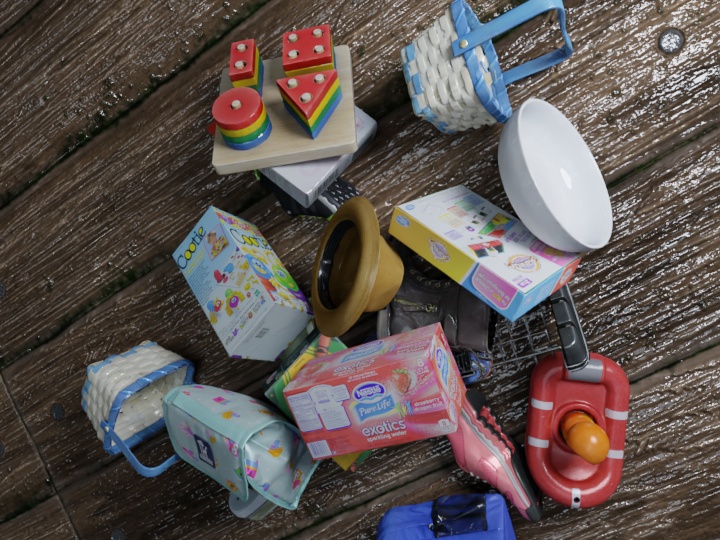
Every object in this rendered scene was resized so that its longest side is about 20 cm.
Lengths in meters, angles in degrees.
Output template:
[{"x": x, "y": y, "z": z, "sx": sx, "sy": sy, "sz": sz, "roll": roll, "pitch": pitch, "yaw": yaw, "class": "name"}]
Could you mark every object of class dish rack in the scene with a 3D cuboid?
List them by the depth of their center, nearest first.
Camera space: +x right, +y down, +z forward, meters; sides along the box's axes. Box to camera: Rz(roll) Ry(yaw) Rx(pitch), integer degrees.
[{"x": 0.188, "y": 0.073, "z": 0.745, "sx": 0.197, "sy": 0.055, "sz": 0.155, "roll": -18, "pitch": 45, "yaw": 20, "class": "dish rack"}]

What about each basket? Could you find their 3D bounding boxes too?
[{"x": 0.161, "y": -0.263, "z": 0.697, "sx": 0.197, "sy": 0.176, "sz": 0.142, "roll": -13, "pitch": 84, "yaw": 24, "class": "basket"}, {"x": -0.322, "y": 0.214, "z": 0.871, "sx": 0.198, "sy": 0.175, "sz": 0.141, "roll": 30, "pitch": 116, "yaw": 24, "class": "basket"}]

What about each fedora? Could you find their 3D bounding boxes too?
[{"x": 0.000, "y": 0.000, "z": 0.739, "sx": 0.081, "sy": 0.200, "sz": 0.204, "roll": 12, "pitch": 99, "yaw": -24, "class": "fedora"}]

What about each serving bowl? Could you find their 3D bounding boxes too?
[{"x": 0.236, "y": -0.112, "z": 0.702, "sx": 0.065, "sy": 0.199, "sz": 0.203, "roll": -27, "pitch": 87, "yaw": 44, "class": "serving bowl"}]

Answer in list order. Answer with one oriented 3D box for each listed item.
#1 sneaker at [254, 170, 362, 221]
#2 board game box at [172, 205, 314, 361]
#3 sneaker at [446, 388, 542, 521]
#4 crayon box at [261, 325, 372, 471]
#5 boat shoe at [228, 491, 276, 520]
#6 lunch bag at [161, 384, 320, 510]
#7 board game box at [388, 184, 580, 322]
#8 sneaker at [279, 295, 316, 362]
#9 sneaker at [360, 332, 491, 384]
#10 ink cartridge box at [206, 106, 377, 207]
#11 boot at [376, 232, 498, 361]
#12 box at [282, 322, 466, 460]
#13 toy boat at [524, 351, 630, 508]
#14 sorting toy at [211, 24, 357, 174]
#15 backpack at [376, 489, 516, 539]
[{"x": -0.075, "y": -0.111, "z": 0.843, "sx": 0.199, "sy": 0.072, "sz": 0.083, "roll": 37, "pitch": 126, "yaw": 10, "class": "sneaker"}, {"x": -0.172, "y": 0.020, "z": 0.813, "sx": 0.105, "sy": 0.103, "sz": 0.201, "roll": -46, "pitch": 60, "yaw": 13, "class": "board game box"}, {"x": 0.186, "y": 0.273, "z": 0.802, "sx": 0.086, "sy": 0.073, "sz": 0.202, "roll": -38, "pitch": 81, "yaw": 28, "class": "sneaker"}, {"x": -0.029, "y": 0.191, "z": 0.800, "sx": 0.127, "sy": 0.051, "sz": 0.200, "roll": -46, "pitch": 105, "yaw": -8, "class": "crayon box"}, {"x": -0.119, "y": 0.318, "z": 0.879, "sx": 0.199, "sy": 0.062, "sz": 0.072, "roll": -38, "pitch": 46, "yaw": 1, "class": "boat shoe"}, {"x": -0.170, "y": 0.239, "z": 0.783, "sx": 0.168, "sy": 0.200, "sz": 0.123, "roll": 18, "pitch": 70, "yaw": 33, "class": "lunch bag"}, {"x": 0.156, "y": -0.033, "z": 0.704, "sx": 0.199, "sy": 0.152, "sz": 0.041, "roll": 39, "pitch": 131, "yaw": 29, "class": "board game box"}, {"x": -0.086, "y": 0.136, "z": 0.860, "sx": 0.088, "sy": 0.067, "sz": 0.204, "roll": -2, "pitch": 100, "yaw": 30, "class": "sneaker"}, {"x": 0.091, "y": 0.124, "z": 0.800, "sx": 0.196, "sy": 0.078, "sz": 0.077, "roll": 2, "pitch": 94, "yaw": 14, "class": "sneaker"}, {"x": -0.100, "y": -0.208, "z": 0.799, "sx": 0.199, "sy": 0.057, "sz": 0.163, "roll": 39, "pitch": 68, "yaw": 5, "class": "ink cartridge box"}, {"x": 0.109, "y": 0.026, "z": 0.747, "sx": 0.172, "sy": 0.069, "sz": 0.204, "roll": -11, "pitch": 66, "yaw": 34, "class": "boot"}, {"x": 0.019, "y": 0.150, "z": 0.686, "sx": 0.197, "sy": 0.095, "sz": 0.104, "roll": -20, "pitch": 101, "yaw": 24, "class": "box"}, {"x": 0.288, "y": 0.214, "z": 0.727, "sx": 0.128, "sy": 0.131, "sz": 0.204, "roll": 4, "pitch": 95, "yaw": 11, "class": "toy boat"}, {"x": -0.110, "y": -0.245, "z": 0.764, "sx": 0.196, "sy": 0.070, "sz": 0.202, "roll": -8, "pitch": 58, "yaw": 6, "class": "sorting toy"}, {"x": 0.112, "y": 0.410, "z": 0.762, "sx": 0.197, "sy": 0.168, "sz": 0.165, "roll": -11, "pitch": 109, "yaw": 19, "class": "backpack"}]
